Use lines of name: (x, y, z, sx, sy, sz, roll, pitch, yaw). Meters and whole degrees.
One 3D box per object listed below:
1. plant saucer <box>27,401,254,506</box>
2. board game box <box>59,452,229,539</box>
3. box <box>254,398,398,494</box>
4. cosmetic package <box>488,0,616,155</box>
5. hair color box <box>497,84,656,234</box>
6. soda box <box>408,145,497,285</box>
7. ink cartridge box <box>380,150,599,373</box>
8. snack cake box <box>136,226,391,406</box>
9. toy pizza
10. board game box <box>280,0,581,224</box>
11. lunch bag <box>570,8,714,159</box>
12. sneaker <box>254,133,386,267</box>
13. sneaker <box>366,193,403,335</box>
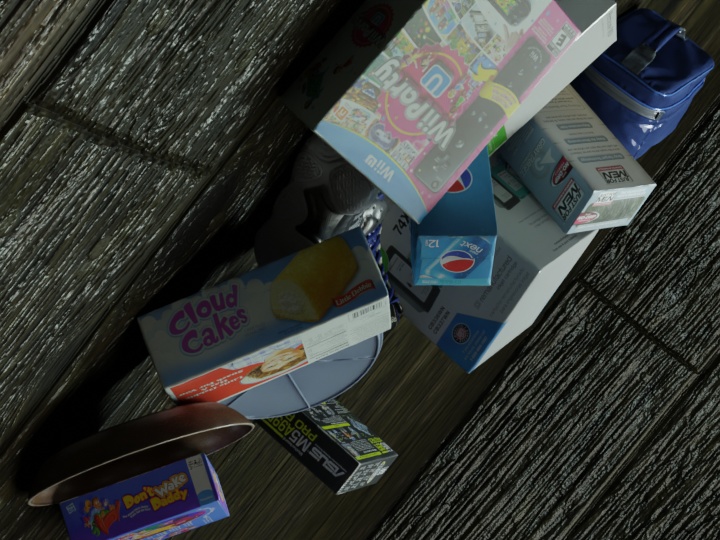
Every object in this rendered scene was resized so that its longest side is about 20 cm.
plant saucer: (-0.188, 0.151, 1.357, 0.198, 0.032, 0.200, -19, 170, -3)
board game box: (-0.194, 0.220, 1.486, 0.133, 0.045, 0.200, -18, 169, -6)
box: (-0.049, 0.172, 1.771, 0.044, 0.160, 0.200, -50, 168, 6)
cosmetic package: (0.141, -0.194, 1.508, 0.200, 0.085, 0.108, -42, 165, 1)
hair color box: (0.192, -0.130, 1.606, 0.098, 0.201, 0.061, -8, 141, -41)
soda box: (0.072, -0.084, 1.362, 0.064, 0.067, 0.201, 93, -4, -49)
ink cartridge box: (0.100, -0.035, 1.608, 0.146, 0.200, 0.147, -30, 157, -53)
snack cake box: (-0.076, 0.044, 1.346, 0.198, 0.068, 0.115, -23, 166, -4)
toy pizza: (-0.077, 0.075, 1.506, 0.198, 0.032, 0.201, -12, 146, -8)
board game box: (0.057, -0.158, 1.247, 0.200, 0.064, 0.147, -48, 133, 4)
lunch bag: (0.359, -0.246, 2.053, 0.200, 0.136, 0.133, -37, 162, -47)
sneaker: (-0.012, -0.076, 1.398, 0.114, 0.075, 0.200, -35, 166, -52)
sneaker: (0.000, 0.001, 1.553, 0.080, 0.115, 0.200, -39, 163, -44)
